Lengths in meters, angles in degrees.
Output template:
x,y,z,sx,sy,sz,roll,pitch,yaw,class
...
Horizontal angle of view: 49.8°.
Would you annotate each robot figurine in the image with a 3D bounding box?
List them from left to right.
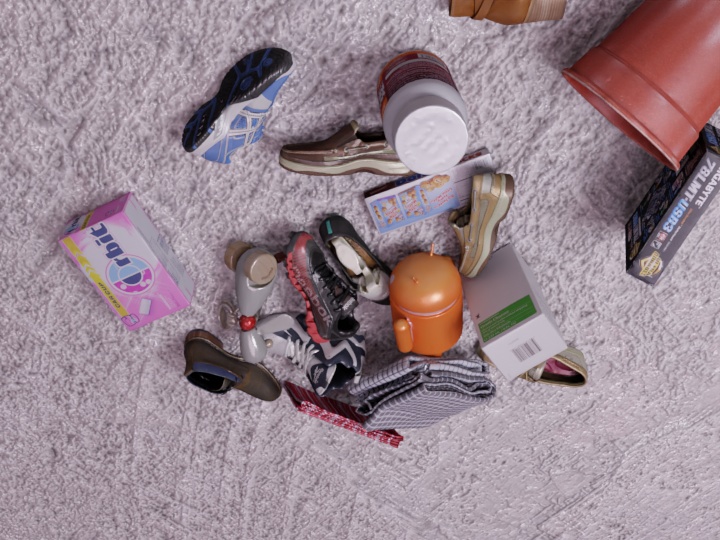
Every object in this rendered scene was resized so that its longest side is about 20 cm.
x,y,z,sx,sy,sz,roll,pitch,yaw,class
0.105,0.052,1.226,0.144,0.117,0.200,-19,137,-9,robot figurine

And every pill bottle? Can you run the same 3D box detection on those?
x,y,z,sx,sy,sz,roll,pitch,yaw,class
0.081,-0.209,1.018,0.109,0.200,0.110,-1,122,-2,pill bottle

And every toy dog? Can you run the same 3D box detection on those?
x,y,z,sx,sy,sz,roll,pitch,yaw,class
-0.153,0.039,1.229,0.096,0.132,0.200,-14,137,-32,toy dog

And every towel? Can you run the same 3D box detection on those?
x,y,z,sx,sy,sz,roll,pitch,yaw,class
-0.031,0.245,1.345,0.200,0.145,0.023,24,91,-17,towel
0.104,0.206,1.289,0.200,0.086,0.165,9,150,-42,towel

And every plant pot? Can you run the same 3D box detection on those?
x,y,z,sx,sy,sz,roll,pitch,yaw,class
0.403,-0.269,1.004,0.201,0.201,0.195,35,107,-22,plant pot

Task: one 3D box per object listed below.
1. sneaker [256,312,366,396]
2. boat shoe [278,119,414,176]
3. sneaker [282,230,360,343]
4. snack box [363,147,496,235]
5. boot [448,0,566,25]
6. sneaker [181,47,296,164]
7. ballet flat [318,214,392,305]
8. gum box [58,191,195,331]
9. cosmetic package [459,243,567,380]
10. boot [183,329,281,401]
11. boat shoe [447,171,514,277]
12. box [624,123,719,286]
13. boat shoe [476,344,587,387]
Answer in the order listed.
x,y,z,sx,sy,sz,roll,pitch,yaw,class
-0.085,0.143,1.275,0.199,0.130,0.080,16,119,-13,sneaker
-0.016,-0.181,1.114,0.202,0.075,0.075,-2,116,-13,boat shoe
-0.054,0.027,1.200,0.098,0.071,0.201,4,123,36,sneaker
0.109,-0.118,1.181,0.200,0.024,0.072,-19,123,9,snack box
0.189,-0.409,0.976,0.154,0.074,0.200,1,120,1,boot
-0.160,-0.228,1.081,0.200,0.076,0.077,-39,139,20,sneaker
0.000,0.000,1.225,0.068,0.068,0.200,-34,118,16,ballet flat
-0.354,-0.007,1.204,0.113,0.066,0.200,-23,121,10,gum box
0.230,0.060,1.197,0.108,0.200,0.085,-33,120,14,cosmetic package
-0.220,0.190,1.317,0.200,0.097,0.075,36,114,-22,boot
0.168,-0.071,1.178,0.076,0.072,0.200,7,132,-7,boat shoe
0.448,-0.102,1.107,0.050,0.200,0.199,27,118,6,box
0.302,0.158,1.342,0.200,0.066,0.074,8,121,-8,boat shoe
